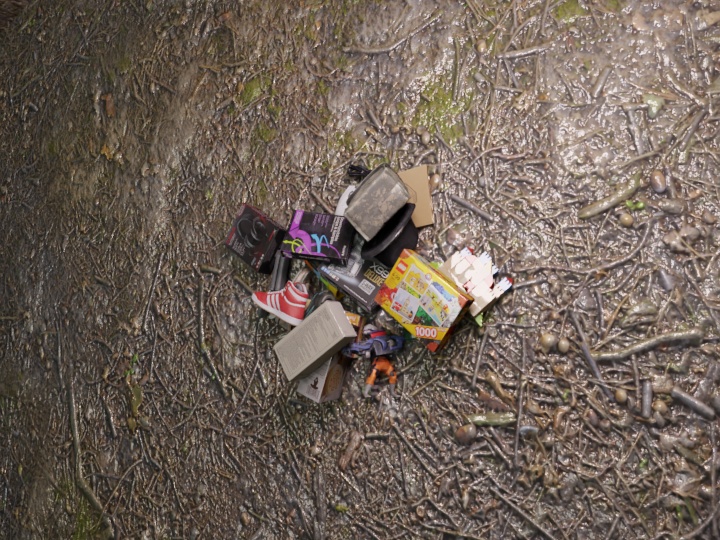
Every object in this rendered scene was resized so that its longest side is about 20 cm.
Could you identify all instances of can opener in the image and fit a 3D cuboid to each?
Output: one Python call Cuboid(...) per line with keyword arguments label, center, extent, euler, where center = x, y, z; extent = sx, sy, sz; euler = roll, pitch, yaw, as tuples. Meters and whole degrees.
Cuboid(label="can opener", center=(-0.260, 0.047, 1.597), extent=(0.051, 0.066, 0.208), euler=(4, 76, 41))

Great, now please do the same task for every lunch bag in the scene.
Cuboid(label="lunch bag", center=(0.043, -0.190, 1.387), extent=(0.118, 0.201, 0.164), euler=(44, 103, -10))

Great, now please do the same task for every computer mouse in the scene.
Cuboid(label="computer mouse", center=(-0.028, -0.205, 1.515), extent=(0.108, 0.043, 0.206), euler=(29, 103, 36))

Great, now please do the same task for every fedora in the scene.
Cuboid(label="fedora", center=(0.092, -0.081, 1.377), extent=(0.199, 0.202, 0.092), euler=(-41, 108, 17))

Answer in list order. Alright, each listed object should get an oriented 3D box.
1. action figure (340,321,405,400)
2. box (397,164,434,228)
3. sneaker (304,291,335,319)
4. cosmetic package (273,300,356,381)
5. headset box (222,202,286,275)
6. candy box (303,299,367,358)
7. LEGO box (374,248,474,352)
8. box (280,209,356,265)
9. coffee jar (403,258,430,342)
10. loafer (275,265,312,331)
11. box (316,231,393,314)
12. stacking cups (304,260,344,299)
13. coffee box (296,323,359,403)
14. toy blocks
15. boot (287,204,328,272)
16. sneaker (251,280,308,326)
Cuboid(label="action figure", center=(0.023, 0.239, 1.392), extent=(0.104, 0.192, 0.201), euler=(140, 129, -59))
Cuboid(label="box", center=(0.106, -0.190, 1.469), extent=(0.193, 0.021, 0.171), euler=(-11, 77, 27))
Cuboid(label="sneaker", center=(-0.124, 0.157, 1.460), extent=(0.078, 0.074, 0.207), euler=(21, 94, 50))
Cuboid(label="cosmetic package", center=(-0.116, 0.178, 1.314), extent=(0.198, 0.072, 0.106), euler=(-38, 69, 19))
Cuboid(label="headset box", center=(-0.335, -0.106, 1.658), extent=(0.197, 0.077, 0.152), euler=(35, 99, 25))
Cuboid(label="candy box", center=(-0.085, 0.164, 1.498), extent=(0.194, 0.055, 0.120), euler=(14, 90, 27))
Cuboid(label="LEGO box", center=(0.153, 0.071, 1.265), extent=(0.198, 0.076, 0.152), euler=(39, 105, 24))
Cuboid(label="box", center=(-0.114, -0.095, 1.467), extent=(0.192, 0.037, 0.147), euler=(8, 58, 10))
Cuboid(label="coffee jar", center=(0.150, 0.077, 1.361), extent=(0.100, 0.085, 0.209), euler=(-10, 82, 14))
Cuboid(label="loafer", center=(-0.185, 0.086, 1.558), extent=(0.062, 0.071, 0.204), euler=(35, 109, 19))
Cuboid(label="box", center=(0.000, 0.000, 1.448), extent=(0.197, 0.050, 0.159), euler=(35, 74, 27))
Cuboid(label="stacking cups", center=(-0.109, -0.004, 1.542), extent=(0.061, 0.060, 0.200), euler=(-51, 59, 11))
Cuboid(label="coffee box", center=(-0.084, 0.235, 1.397), extent=(0.077, 0.113, 0.208), euler=(18, 93, 27))
Cuboid(label="toy blocks", center=(0.288, 0.017, 1.314), extent=(0.136, 0.100, 0.202), euler=(-40, 67, 4))
Cuboid(label="boot", center=(-0.125, -0.103, 1.523), extent=(0.128, 0.068, 0.203), euler=(-32, 56, 0))
Cuboid(label="sneaker", center=(-0.226, 0.071, 1.500), extent=(0.195, 0.070, 0.116), euler=(23, 95, 32))
